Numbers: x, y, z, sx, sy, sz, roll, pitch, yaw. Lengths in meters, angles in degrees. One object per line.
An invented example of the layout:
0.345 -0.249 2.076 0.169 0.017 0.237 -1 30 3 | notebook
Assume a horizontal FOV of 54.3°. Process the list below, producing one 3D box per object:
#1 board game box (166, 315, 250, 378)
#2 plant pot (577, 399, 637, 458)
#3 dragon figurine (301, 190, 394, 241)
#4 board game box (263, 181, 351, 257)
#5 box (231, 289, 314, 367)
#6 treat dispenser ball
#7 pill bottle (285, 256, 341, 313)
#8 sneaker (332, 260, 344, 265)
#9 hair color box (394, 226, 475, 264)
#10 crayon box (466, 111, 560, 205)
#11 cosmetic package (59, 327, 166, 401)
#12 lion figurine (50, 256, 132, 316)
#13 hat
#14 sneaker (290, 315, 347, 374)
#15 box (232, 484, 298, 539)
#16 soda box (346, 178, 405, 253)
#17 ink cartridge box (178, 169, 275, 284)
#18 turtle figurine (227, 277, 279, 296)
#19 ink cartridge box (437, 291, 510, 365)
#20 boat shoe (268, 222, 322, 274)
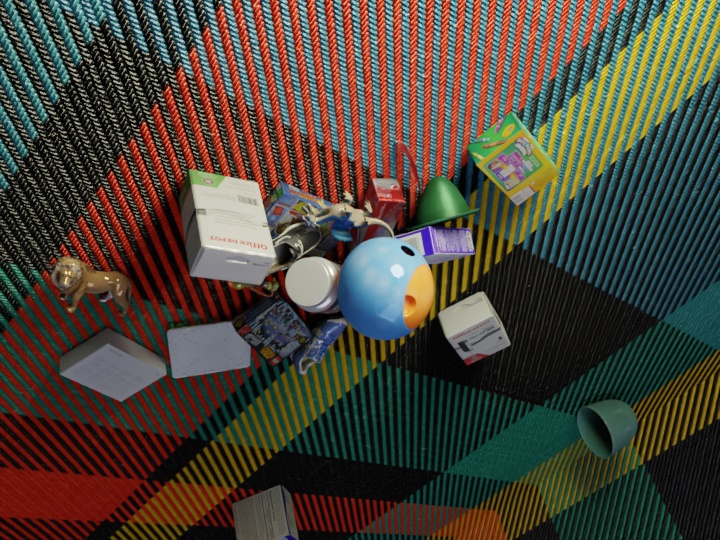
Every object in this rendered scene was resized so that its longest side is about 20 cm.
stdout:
-0.369 0.186 1.724 0.195 0.026 0.202 -7 140 -16 | board game box
0.947 0.583 2.659 0.158 0.202 0.203 -18 145 -19 | plant pot
-0.027 -0.100 1.424 0.197 0.060 0.099 20 142 -36 | dragon figurine
-0.123 -0.098 1.474 0.198 0.035 0.135 20 129 -39 | board game box
-0.208 0.143 1.704 0.136 0.040 0.201 -36 142 -2 | box
0.049 0.037 1.405 0.196 0.204 0.203 -12 143 -9 | treat dispenser ball
-0.087 0.033 1.495 0.112 0.116 0.200 -25 171 9 | pill bottle
0.000 0.000 1.632 0.196 0.077 0.079 -17 152 10 | sneaker
0.161 -0.054 1.550 0.108 0.066 0.198 -14 172 33 | hair color box
0.327 -0.232 1.488 0.118 0.059 0.199 -36 139 21 | crayon box
-0.581 0.226 1.660 0.149 0.052 0.200 -28 142 14 | cosmetic package
-0.539 0.027 1.433 0.198 0.073 0.124 2 130 -47 | lion figurine
0.157 -0.190 1.501 0.162 0.180 0.200 -16 -179 -7 | hat
-0.102 0.191 1.805 0.075 0.078 0.200 23 125 -39 | sneaker
-0.335 0.887 2.469 0.196 0.186 0.106 -22 142 5 | box
0.030 -0.101 1.510 0.062 0.071 0.202 1 138 -20 | soda box
-0.251 -0.080 1.304 0.143 0.203 0.085 9 135 -30 | ink cartridge box
-0.233 -0.002 1.492 0.198 0.065 0.160 33 129 -32 | turtle figurine
0.317 0.164 1.948 0.142 0.085 0.200 -27 141 11 | ink cartridge box
-0.151 -0.040 1.409 0.197 0.060 0.075 -20 122 -31 | boat shoe
